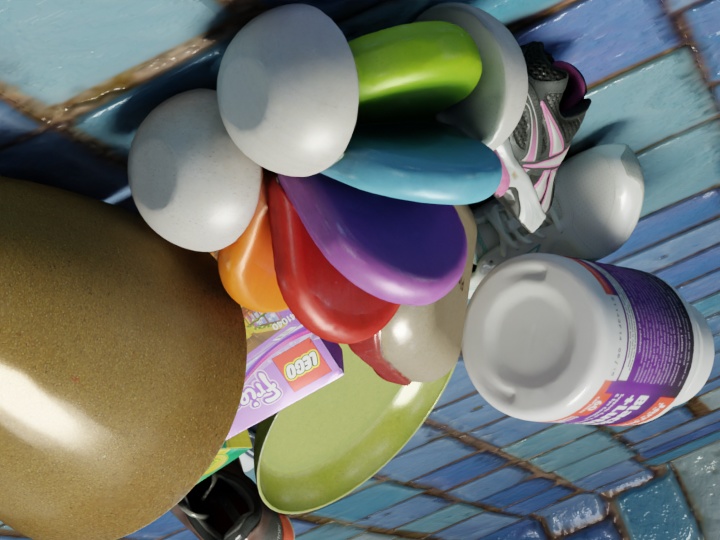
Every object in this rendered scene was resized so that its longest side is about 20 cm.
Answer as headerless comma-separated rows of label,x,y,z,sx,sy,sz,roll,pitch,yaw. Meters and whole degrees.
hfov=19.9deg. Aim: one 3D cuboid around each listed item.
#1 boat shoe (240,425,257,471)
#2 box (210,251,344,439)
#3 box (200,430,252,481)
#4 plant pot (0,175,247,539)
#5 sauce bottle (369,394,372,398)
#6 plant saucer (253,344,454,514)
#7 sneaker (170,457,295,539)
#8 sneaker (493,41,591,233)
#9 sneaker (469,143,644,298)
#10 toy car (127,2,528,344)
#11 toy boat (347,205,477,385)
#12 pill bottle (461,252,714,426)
boat shoe,-0.060,0.113,1.689,0.091,0.071,0.200,-34,165,14
box,-0.129,0.049,1.207,0.200,0.137,0.039,-29,-159,9
box,-0.146,0.096,1.398,0.048,0.118,0.200,1,154,-41
plant pot,-0.185,0.025,1.046,0.186,0.187,0.200,-26,150,15
sauce bottle,-0.016,0.096,1.587,0.066,0.066,0.200,-13,139,-28
plant saucer,-0.007,0.090,1.492,0.200,0.031,0.200,-35,149,-25
sneaker,-0.127,0.146,1.523,0.077,0.200,0.082,-49,145,-8
sneaker,0.101,-0.082,1.211,0.086,0.080,0.200,-43,172,3
sneaker,0.117,-0.026,1.430,0.080,0.071,0.200,-4,158,-41
toy car,-0.005,-0.044,1.047,0.175,0.150,0.200,-6,159,-43
toy boat,0.000,0.000,1.317,0.130,0.131,0.200,7,169,13
pill bottle,0.165,0.051,1.414,0.111,0.112,0.200,-30,159,29
